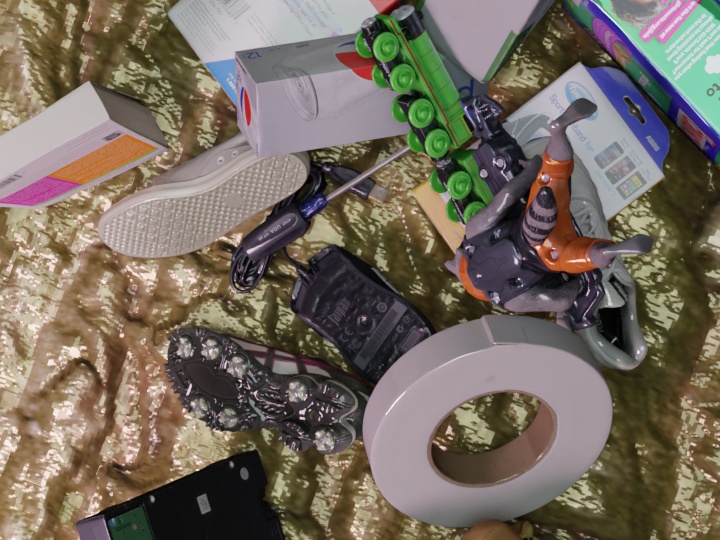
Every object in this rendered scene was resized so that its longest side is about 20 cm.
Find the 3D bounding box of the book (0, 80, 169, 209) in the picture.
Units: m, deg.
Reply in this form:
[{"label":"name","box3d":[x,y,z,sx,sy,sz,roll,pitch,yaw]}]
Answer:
[{"label":"book","box3d":[-0.238,-0.091,1.260,0.133,0.200,0.048,-29,89,4]}]

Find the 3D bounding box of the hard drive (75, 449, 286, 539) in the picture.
[{"label":"hard drive","box3d":[-0.131,0.235,1.259,0.038,0.199,0.141,-19,89,33]}]

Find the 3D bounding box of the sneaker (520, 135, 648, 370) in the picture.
[{"label":"sneaker","box3d":[0.177,-0.012,1.247,0.075,0.081,0.202,-26,107,-9]}]

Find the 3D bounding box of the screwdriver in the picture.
[{"label":"screwdriver","box3d":[-0.015,-0.069,1.291,0.199,0.028,0.029,-36,50,11]}]

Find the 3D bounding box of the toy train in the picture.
[{"label":"toy train","box3d":[0.061,-0.119,1.234,0.056,0.042,0.201,-38,118,-15]}]

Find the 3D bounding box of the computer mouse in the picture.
[{"label":"computer mouse","box3d":[0.000,0.000,1.320,0.199,0.046,0.141,33,97,16]}]

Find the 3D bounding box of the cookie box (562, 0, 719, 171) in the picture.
[{"label":"cookie box","box3d":[0.250,-0.170,1.234,0.075,0.171,0.200,-44,87,6]}]

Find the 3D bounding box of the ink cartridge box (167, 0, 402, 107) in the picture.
[{"label":"ink cartridge box","box3d":[-0.046,-0.227,1.310,0.199,0.067,0.117,-38,88,4]}]

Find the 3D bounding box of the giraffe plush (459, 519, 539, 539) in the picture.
[{"label":"giraffe plush","box3d":[0.092,0.269,1.252,0.162,0.200,0.173,-36,63,-1]}]

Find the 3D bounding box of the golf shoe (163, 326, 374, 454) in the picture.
[{"label":"golf shoe","box3d":[-0.073,0.099,1.315,0.198,0.088,0.078,20,105,27]}]

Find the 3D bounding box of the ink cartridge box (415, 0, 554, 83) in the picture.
[{"label":"ink cartridge box","box3d":[0.138,-0.265,1.219,0.083,0.147,0.200,36,61,4]}]

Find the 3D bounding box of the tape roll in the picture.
[{"label":"tape roll","box3d":[0.100,0.121,1.252,0.200,0.037,0.204,-7,130,-9]}]

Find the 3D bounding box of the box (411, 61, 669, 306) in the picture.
[{"label":"box","box3d":[0.155,-0.077,1.309,0.199,0.041,0.120,-37,87,2]}]

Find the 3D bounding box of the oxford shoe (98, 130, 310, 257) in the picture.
[{"label":"oxford shoe","box3d":[-0.130,-0.068,1.321,0.199,0.075,0.058,-24,44,19]}]

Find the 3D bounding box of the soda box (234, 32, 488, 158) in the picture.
[{"label":"soda box","box3d":[0.002,-0.147,1.264,0.198,0.064,0.069,-10,124,-17]}]

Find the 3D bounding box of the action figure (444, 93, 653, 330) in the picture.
[{"label":"action figure","box3d":[0.114,-0.047,1.164,0.104,0.194,0.201,-25,78,-33]}]
